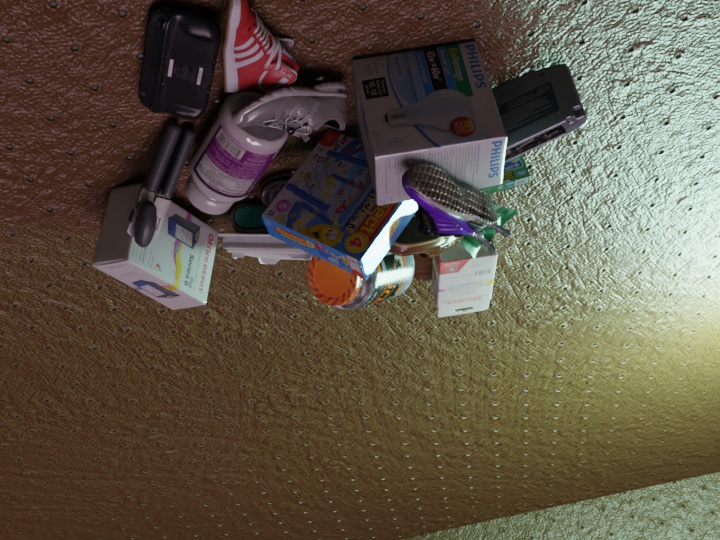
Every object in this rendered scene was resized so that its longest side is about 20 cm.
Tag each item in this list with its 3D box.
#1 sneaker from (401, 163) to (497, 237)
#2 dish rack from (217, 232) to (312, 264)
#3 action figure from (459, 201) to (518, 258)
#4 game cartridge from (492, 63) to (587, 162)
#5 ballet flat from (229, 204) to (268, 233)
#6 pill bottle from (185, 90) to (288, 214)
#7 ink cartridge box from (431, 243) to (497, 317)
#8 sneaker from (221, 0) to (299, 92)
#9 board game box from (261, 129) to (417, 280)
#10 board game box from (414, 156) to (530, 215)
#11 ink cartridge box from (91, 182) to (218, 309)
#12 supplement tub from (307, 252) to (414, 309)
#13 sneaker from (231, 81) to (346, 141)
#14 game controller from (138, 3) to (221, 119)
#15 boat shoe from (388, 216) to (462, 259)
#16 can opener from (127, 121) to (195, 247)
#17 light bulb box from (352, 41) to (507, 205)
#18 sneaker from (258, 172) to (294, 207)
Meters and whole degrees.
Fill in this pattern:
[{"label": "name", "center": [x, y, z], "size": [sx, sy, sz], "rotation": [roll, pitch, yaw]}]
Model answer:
[{"label": "sneaker", "center": [0.113, -0.090, 1.570], "size": [0.099, 0.070, 0.200], "rotation": [-29, 147, 33]}, {"label": "dish rack", "center": [-0.135, -0.036, 1.846], "size": [0.199, 0.044, 0.172], "rotation": [1, 174, 25]}, {"label": "action figure", "center": [0.175, -0.097, 1.831], "size": [0.200, 0.055, 0.118], "rotation": [29, 108, -32]}, {"label": "game cartridge", "center": [0.254, -0.247, 1.675], "size": [0.200, 0.133, 0.042], "rotation": [-24, 137, 20]}, {"label": "ballet flat", "center": [-0.136, -0.089, 1.869], "size": [0.199, 0.068, 0.067], "rotation": [4, 163, -14]}, {"label": "pill bottle", "center": [-0.202, -0.180, 1.657], "size": [0.112, 0.113, 0.200], "rotation": [10, 141, -29]}, {"label": "ink cartridge box", "center": [0.205, 0.010, 2.102], "size": [0.116, 0.068, 0.200], "rotation": [-8, 145, -5]}, {"label": "sneaker", "center": [-0.141, -0.328, 1.492], "size": [0.112, 0.071, 0.200], "rotation": [-2, 153, -7]}, {"label": "board game box", "center": [-0.020, -0.109, 1.667], "size": [0.195, 0.200, 0.056], "rotation": [24, 156, 27]}, {"label": "board game box", "center": [0.164, -0.179, 1.730], "size": [0.199, 0.135, 0.029], "rotation": [-16, 155, -5]}, {"label": "ink cartridge box", "center": [-0.343, -0.038, 1.781], "size": [0.087, 0.146, 0.200], "rotation": [-7, 153, 31]}, {"label": "supplement tub", "center": [0.000, 0.000, 1.789], "size": [0.122, 0.123, 0.200], "rotation": [-33, 171, 29]}, {"label": "sneaker", "center": [-0.097, -0.233, 1.573], "size": [0.200, 0.082, 0.075], "rotation": [-15, -174, -31]}, {"label": "game controller", "center": [-0.264, -0.298, 1.519], "size": [0.104, 0.042, 0.200], "rotation": [8, 143, -12]}, {"label": "boat shoe", "center": [0.113, -0.050, 1.723], "size": [0.200, 0.072, 0.068], "rotation": [-20, 132, -48]}, {"label": "can opener", "center": [-0.310, -0.132, 1.651], "size": [0.053, 0.067, 0.200], "rotation": [16, 104, -34]}, {"label": "light bulb box", "center": [0.103, -0.226, 1.603], "size": [0.199, 0.199, 0.125], "rotation": [-10, 149, -4]}, {"label": "sneaker", "center": [-0.079, -0.108, 1.781], "size": [0.199, 0.088, 0.074], "rotation": [15, 122, -1]}]
